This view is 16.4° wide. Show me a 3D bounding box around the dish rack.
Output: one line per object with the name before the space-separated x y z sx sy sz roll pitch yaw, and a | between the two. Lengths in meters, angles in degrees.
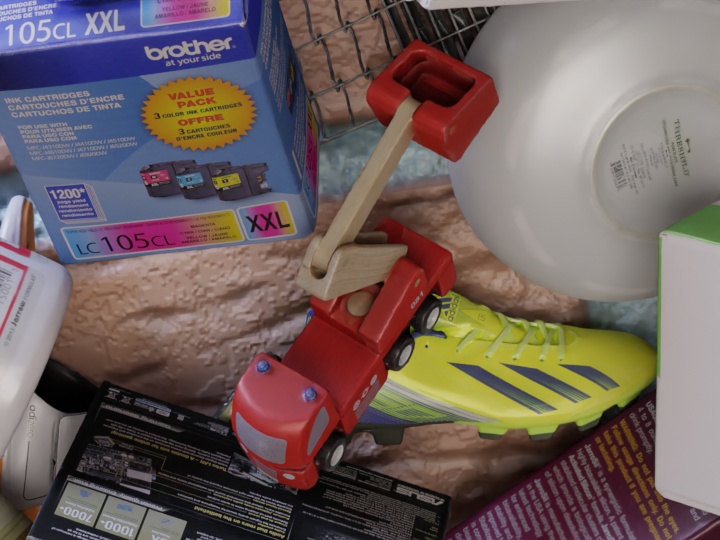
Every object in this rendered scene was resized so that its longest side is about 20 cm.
dish rack | -0.035 -0.134 1.291 0.199 0.055 0.154 -23 112 5

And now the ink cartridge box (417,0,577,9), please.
ink cartridge box | 0.087 -0.198 1.170 0.199 0.147 0.086 -6 132 -33

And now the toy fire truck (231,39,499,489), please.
toy fire truck | 0.000 0.000 1.247 0.049 0.141 0.201 28 70 22

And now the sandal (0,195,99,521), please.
sandal | -0.167 0.063 1.349 0.059 0.079 0.208 3 109 0

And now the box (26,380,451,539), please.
box | -0.065 0.157 1.260 0.198 0.164 0.087 18 116 -1

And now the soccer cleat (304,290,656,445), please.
soccer cleat | 0.063 0.046 1.356 0.198 0.065 0.084 -4 107 0

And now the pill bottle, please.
pill bottle | -0.252 0.012 1.236 0.199 0.112 0.113 24 109 -9

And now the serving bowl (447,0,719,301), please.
serving bowl | 0.147 -0.067 1.288 0.198 0.066 0.202 -7 117 -13

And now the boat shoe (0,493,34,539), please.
boat shoe | -0.246 0.176 1.345 0.063 0.073 0.201 47 130 -2

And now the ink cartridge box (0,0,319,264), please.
ink cartridge box | -0.104 -0.094 1.187 0.135 0.077 0.201 -7 143 8

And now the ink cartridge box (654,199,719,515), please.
ink cartridge box | 0.239 0.025 1.278 0.084 0.199 0.147 16 118 38

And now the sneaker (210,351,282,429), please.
sneaker | -0.048 0.137 1.375 0.088 0.077 0.201 15 119 10

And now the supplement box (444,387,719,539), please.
supplement box | 0.133 0.178 1.366 0.199 0.104 0.131 -36 133 12
